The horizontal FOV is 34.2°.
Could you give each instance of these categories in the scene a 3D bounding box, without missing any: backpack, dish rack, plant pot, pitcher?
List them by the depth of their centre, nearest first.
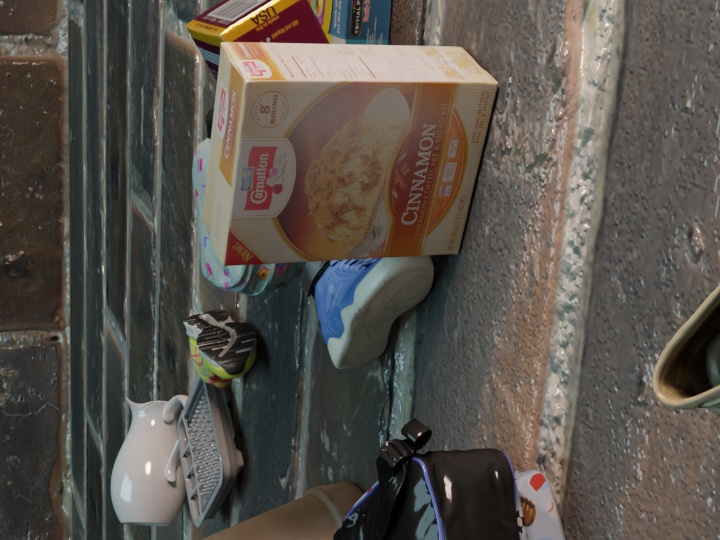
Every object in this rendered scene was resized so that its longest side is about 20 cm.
[{"bbox_3d":[0.059,0.227,0.839,0.190,0.154,0.201,-39,50,54],"label":"backpack"},{"bbox_3d":[-0.081,0.320,1.167,0.200,0.173,0.201,178,90,-67],"label":"plant pot"},{"bbox_3d":[-0.106,-0.076,1.236,0.167,0.126,0.201,-165,70,-63],"label":"backpack"},{"bbox_3d":[-0.210,0.252,1.646,0.200,0.043,0.172,119,143,-53],"label":"dish rack"},{"bbox_3d":[-0.318,0.298,1.843,0.171,0.121,0.201,-17,65,52],"label":"pitcher"}]

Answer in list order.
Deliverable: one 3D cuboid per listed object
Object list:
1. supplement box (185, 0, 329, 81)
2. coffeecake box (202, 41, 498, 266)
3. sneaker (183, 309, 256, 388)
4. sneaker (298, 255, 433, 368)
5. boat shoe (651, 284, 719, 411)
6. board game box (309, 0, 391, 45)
[{"bbox_3d":[-0.060,-0.150,1.049,0.200,0.086,0.110,61,168,-26],"label":"supplement box"},{"bbox_3d":[-0.012,-0.090,0.901,0.073,0.199,0.154,-122,36,-50],"label":"coffeecake box"},{"bbox_3d":[-0.176,0.114,1.519,0.200,0.078,0.091,-145,47,-70],"label":"sneaker"},{"bbox_3d":[-0.001,0.000,1.049,0.200,0.077,0.111,115,136,-60],"label":"sneaker"},{"bbox_3d":[0.208,0.013,0.554,0.200,0.065,0.072,120,141,-53],"label":"boat shoe"},{"bbox_3d":[-0.030,-0.267,1.125,0.200,0.047,0.151,-142,52,-61],"label":"board game box"}]
